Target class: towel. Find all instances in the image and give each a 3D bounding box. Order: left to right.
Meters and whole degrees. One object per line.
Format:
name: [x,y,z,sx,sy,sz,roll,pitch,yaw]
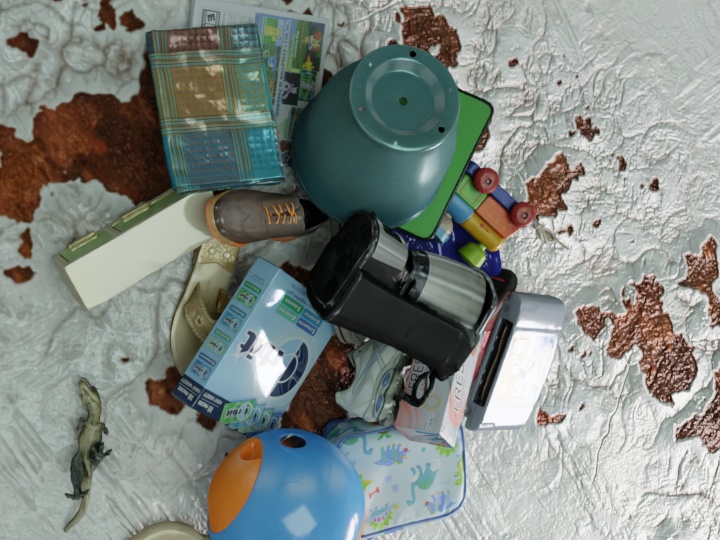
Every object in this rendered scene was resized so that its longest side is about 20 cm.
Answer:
towel: [-0.173,-0.196,1.627,0.146,0.022,0.201,-9,87,-24]
towel: [0.089,-0.049,1.816,0.199,0.050,0.149,-11,97,-22]

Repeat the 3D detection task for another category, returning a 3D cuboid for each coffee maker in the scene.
coffee maker: [0.040,0.050,1.655,0.199,0.135,0.193,24,82,-26]

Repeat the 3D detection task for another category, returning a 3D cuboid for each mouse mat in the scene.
mouse mat: [0.063,-0.156,1.749,0.160,0.008,0.201,26,90,13]

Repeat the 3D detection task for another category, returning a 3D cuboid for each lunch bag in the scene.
lunch bag: [0.043,0.273,1.832,0.199,0.082,0.162,-10,103,-23]

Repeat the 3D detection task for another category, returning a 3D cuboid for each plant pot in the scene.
plant pot: [0.030,-0.173,1.624,0.199,0.188,0.201,4,72,-12]

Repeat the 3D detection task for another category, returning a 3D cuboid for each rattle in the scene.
rattle: [-0.207,0.373,1.710,0.199,0.143,0.131,-17,88,-14]

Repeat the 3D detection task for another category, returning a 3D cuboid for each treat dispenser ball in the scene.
treat dispenser ball: [-0.093,0.299,1.689,0.200,0.201,0.202,-5,102,-24]

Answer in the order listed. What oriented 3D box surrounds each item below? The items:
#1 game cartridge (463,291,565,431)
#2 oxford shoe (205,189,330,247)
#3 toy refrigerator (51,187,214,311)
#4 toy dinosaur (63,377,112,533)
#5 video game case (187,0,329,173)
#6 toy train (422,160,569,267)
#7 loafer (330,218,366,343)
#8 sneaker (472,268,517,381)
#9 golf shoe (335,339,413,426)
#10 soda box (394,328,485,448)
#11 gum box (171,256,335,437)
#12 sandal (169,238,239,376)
game cartridge: [0.218,0.129,1.879,0.133,0.041,0.201,7,105,-47]
oxford shoe: [-0.112,-0.071,1.653,0.200,0.073,0.072,-8,87,-57]
toy refrigerator: [-0.267,-0.036,1.637,0.199,0.076,0.070,-32,111,-15]
toy dinosaur: [-0.335,0.236,1.650,0.047,0.088,0.201,9,95,-15]
video game case: [-0.136,-0.228,1.691,0.181,0.022,0.201,5,97,-25]
toy train: [0.177,-0.046,1.788,0.200,0.085,0.116,41,88,-20]
loafer: [0.000,0.000,1.731,0.072,0.063,0.201,-24,116,-58]
sneaker: [0.156,0.088,1.869,0.201,0.074,0.087,-55,138,-8]
golf shoe: [0.030,0.104,1.801,0.078,0.097,0.201,69,39,-55]
soda box: [0.108,0.127,1.775,0.064,0.068,0.201,46,55,-57]
gum box: [-0.126,0.104,1.705,0.201,0.044,0.170,-59,145,-5]
sandal: [-0.186,0.047,1.692,0.077,0.070,0.213,8,96,-25]
